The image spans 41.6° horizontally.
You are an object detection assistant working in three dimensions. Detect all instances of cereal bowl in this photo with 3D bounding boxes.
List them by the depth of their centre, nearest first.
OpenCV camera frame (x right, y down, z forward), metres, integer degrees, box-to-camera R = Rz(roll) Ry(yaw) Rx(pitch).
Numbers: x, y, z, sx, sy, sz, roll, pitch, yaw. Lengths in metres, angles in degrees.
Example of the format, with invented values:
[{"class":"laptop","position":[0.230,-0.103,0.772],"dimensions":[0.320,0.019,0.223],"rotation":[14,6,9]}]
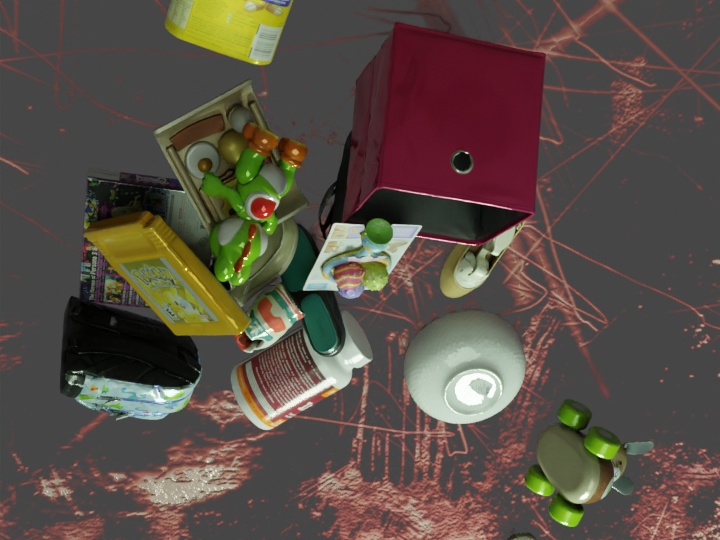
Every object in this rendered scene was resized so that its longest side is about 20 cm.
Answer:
[{"class":"cereal bowl","position":[0.169,0.166,1.494],"dimensions":[0.198,0.084,0.201],"rotation":[-3,121,-5]}]

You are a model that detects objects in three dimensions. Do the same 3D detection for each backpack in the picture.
[{"class":"backpack","position":[-0.331,0.136,1.374],"dimensions":[0.198,0.164,0.154],"rotation":[3,131,-17]}]

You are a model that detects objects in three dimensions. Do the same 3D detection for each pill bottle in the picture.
[{"class":"pill bottle","position":[-0.087,0.147,1.427],"dimensions":[0.199,0.113,0.113],"rotation":[-31,121,12]}]

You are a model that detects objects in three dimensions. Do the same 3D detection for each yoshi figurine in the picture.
[{"class":"yoshi figurine","position":[-0.147,-0.084,1.218],"dimensions":[0.112,0.112,0.201],"rotation":[22,94,11]}]

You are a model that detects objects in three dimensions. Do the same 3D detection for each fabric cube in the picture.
[{"class":"fabric cube","position":[0.098,-0.157,1.165],"dimensions":[0.195,0.200,0.201],"rotation":[9,78,-12]}]

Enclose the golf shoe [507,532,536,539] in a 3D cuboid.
[{"class":"golf shoe","position":[0.305,0.577,1.765],"dimensions":[0.072,0.092,0.201],"rotation":[-5,121,-3]}]

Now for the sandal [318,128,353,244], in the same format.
[{"class":"sandal","position":[-0.026,-0.105,1.312],"dimensions":[0.043,0.076,0.201],"rotation":[19,111,16]}]

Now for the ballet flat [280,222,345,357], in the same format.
[{"class":"ballet flat","position":[-0.068,0.029,1.358],"dimensions":[0.073,0.073,0.201],"rotation":[-21,78,6]}]

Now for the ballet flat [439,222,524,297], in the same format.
[{"class":"ballet flat","position":[0.178,-0.029,1.383],"dimensions":[0.068,0.063,0.201],"rotation":[20,117,-19]}]

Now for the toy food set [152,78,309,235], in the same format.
[{"class":"toy food set","position":[-0.166,-0.135,1.247],"dimensions":[0.143,0.060,0.201],"rotation":[-31,122,-10]}]

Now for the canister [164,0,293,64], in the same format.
[{"class":"canister","position":[-0.139,-0.361,1.119],"dimensions":[0.148,0.087,0.201],"rotation":[16,120,-17]}]

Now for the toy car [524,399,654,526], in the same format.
[{"class":"toy car","position":[0.409,0.331,1.602],"dimensions":[0.199,0.158,0.165],"rotation":[13,110,-28]}]

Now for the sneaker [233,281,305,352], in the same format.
[{"class":"sneaker","position":[-0.142,0.072,1.332],"dimensions":[0.093,0.200,0.071],"rotation":[-35,92,-16]}]

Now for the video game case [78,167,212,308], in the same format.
[{"class":"video game case","position":[-0.297,-0.038,1.328],"dimensions":[0.180,0.036,0.201],"rotation":[6,121,-13]}]

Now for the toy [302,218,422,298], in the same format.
[{"class":"toy","position":[0.000,0.000,1.231],"dimensions":[0.114,0.048,0.200],"rotation":[0,152,-15]}]

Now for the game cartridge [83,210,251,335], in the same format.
[{"class":"game cartridge","position":[-0.258,0.009,1.252],"dimensions":[0.176,0.033,0.200],"rotation":[-5,132,49]}]

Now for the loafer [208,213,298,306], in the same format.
[{"class":"loafer","position":[-0.166,-0.004,1.322],"dimensions":[0.200,0.076,0.068],"rotation":[-48,146,8]}]
